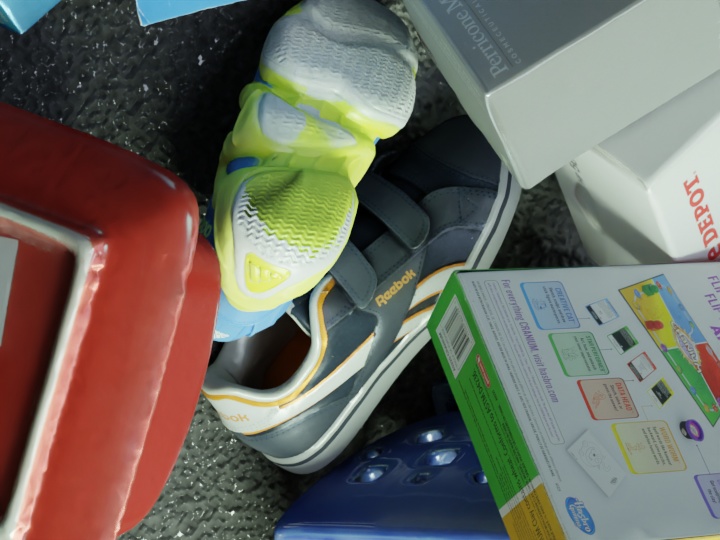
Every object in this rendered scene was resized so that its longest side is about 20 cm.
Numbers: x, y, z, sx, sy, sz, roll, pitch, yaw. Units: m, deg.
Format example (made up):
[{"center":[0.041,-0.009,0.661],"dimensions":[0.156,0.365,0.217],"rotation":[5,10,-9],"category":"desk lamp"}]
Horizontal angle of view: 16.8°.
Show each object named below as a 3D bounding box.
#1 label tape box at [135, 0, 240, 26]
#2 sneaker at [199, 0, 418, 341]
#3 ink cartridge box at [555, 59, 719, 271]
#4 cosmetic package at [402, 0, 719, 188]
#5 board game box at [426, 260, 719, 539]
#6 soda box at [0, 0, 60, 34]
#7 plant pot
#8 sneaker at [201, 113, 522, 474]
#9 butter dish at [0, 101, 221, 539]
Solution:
[{"center":[-0.031,-0.209,1.014],"dimensions":[0.143,0.066,0.200],"rotation":[-17,111,-31],"category":"label tape box"},{"center":[-0.038,-0.046,1.122],"dimensions":[0.076,0.105,0.200],"rotation":[32,42,-7],"category":"sneaker"},{"center":[0.194,-0.083,1.169],"dimensions":[0.200,0.084,0.146],"rotation":[-43,144,-9],"category":"ink cartridge box"},{"center":[0.123,-0.139,1.088],"dimensions":[0.200,0.107,0.090],"rotation":[-32,146,-5],"category":"cosmetic package"},{"center":[0.147,0.066,1.084],"dimensions":[0.200,0.153,0.040],"rotation":[-2,141,-24],"category":"board game box"},{"center":[-0.103,-0.194,1.050],"dimensions":[0.200,0.064,0.068],"rotation":[-43,123,-14],"category":"soda box"},{"center":[0.103,0.158,1.204],"dimensions":[0.180,0.200,0.200],"rotation":[-46,127,-46],"category":"plant pot"},{"center":[0.000,0.000,1.171],"dimensions":[0.079,0.078,0.200],"rotation":[37,85,-41],"category":"sneaker"},{"center":[-0.135,0.033,1.050],"dimensions":[0.148,0.200,0.199],"rotation":[5,103,-58],"category":"butter dish"}]
